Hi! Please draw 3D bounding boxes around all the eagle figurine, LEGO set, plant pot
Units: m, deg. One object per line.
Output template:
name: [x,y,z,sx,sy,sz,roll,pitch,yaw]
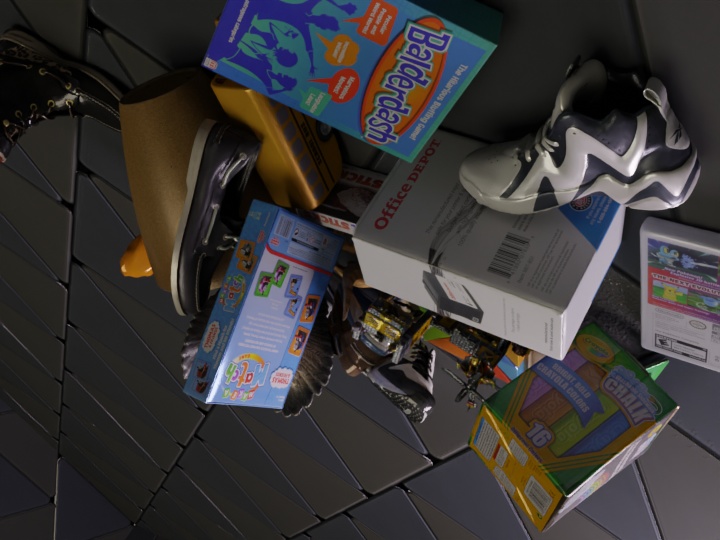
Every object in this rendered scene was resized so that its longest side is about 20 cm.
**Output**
eagle figurine: [-0.112,0.053,1.103,0.151,0.200,0.151,-14,130,14]
LEGO set: [0.082,0.044,0.983,0.200,0.116,0.154,36,134,11]
plant pot: [-0.177,-0.108,1.028,0.186,0.186,0.200,5,128,42]

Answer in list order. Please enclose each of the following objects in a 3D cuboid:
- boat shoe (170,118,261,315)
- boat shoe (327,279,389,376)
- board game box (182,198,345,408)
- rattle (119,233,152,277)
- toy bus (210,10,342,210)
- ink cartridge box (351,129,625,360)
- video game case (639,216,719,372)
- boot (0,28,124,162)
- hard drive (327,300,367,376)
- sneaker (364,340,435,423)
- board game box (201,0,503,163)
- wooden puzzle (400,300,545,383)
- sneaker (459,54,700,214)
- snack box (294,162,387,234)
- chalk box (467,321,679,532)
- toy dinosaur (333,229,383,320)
boat shoe: [-0.140,-0.044,0.928,0.063,0.073,0.200,13,107,3]
boat shoe: [-0.014,0.067,1.135,0.072,0.072,0.200,42,-175,-12]
board game box: [-0.094,0.041,0.977,0.037,0.200,0.151,19,178,26]
rattle: [-0.181,-0.029,1.181,0.200,0.143,0.130,29,134,23]
toy bus: [-0.084,-0.157,0.931,0.065,0.078,0.200,13,146,34]
ink cartridge box: [0.116,-0.029,0.850,0.200,0.145,0.084,21,151,23]
video game case: [0.349,0.040,0.847,0.200,0.023,0.182,18,149,29]
boot: [-0.380,-0.186,1.122,0.200,0.151,0.073,32,152,3]
hard drive: [-0.013,0.098,1.286,0.200,0.026,0.132,40,165,-11]
sneaker: [0.052,0.113,1.095,0.074,0.080,0.200,47,179,-14]
board game box: [-0.010,-0.185,0.765,0.200,0.045,0.152,23,141,-12]
wooden puzzle: [0.132,0.064,1.096,0.200,0.037,0.185,21,149,23]
sneaker: [0.156,-0.113,0.749,0.199,0.080,0.130,10,142,38]
snack box: [0.034,-0.060,0.967,0.200,0.072,0.024,18,147,27]
chalk box: [0.229,0.147,0.975,0.124,0.200,0.125,48,158,24]
toy dinosaur: [0.000,0.000,1.076,0.106,0.060,0.200,45,-167,17]
